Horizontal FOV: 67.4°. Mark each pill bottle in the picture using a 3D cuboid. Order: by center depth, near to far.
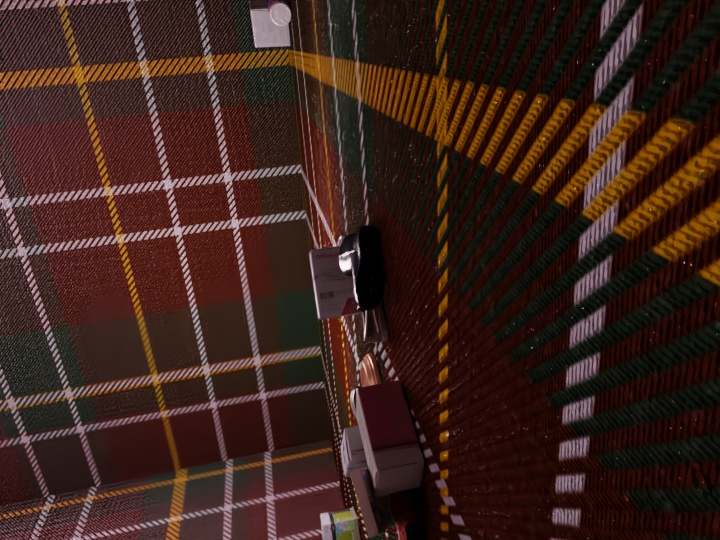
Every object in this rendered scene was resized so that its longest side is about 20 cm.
[{"bbox_3d":[-0.409,-1.313,2.718,0.202,0.110,0.114,-109,14,-50],"label":"pill bottle"}]

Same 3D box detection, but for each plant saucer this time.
[{"bbox_3d":[0.032,0.348,1.594,0.200,0.037,0.205,172,90,-82],"label":"plant saucer"}]

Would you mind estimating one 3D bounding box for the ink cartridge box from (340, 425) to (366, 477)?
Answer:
[{"bbox_3d":[0.027,0.456,1.379,0.201,0.143,0.085,100,161,-59],"label":"ink cartridge box"}]

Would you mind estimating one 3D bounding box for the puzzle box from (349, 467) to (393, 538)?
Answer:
[{"bbox_3d":[0.032,0.513,1.219,0.200,0.025,0.135,49,-160,-69],"label":"puzzle box"}]

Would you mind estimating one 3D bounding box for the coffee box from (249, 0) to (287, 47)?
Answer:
[{"bbox_3d":[-0.499,-1.365,2.963,0.200,0.195,0.203,-107,13,-46],"label":"coffee box"}]

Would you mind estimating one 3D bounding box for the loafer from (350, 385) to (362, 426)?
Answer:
[{"bbox_3d":[0.022,0.451,1.678,0.070,0.074,0.203,118,140,-55],"label":"loafer"}]

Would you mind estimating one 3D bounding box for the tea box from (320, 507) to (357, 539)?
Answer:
[{"bbox_3d":[-0.107,1.359,2.842,0.200,0.192,0.137,131,131,-79],"label":"tea box"}]

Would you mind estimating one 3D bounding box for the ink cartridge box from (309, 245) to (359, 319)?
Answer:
[{"bbox_3d":[-0.071,0.036,1.636,0.083,0.143,0.205,123,139,-79],"label":"ink cartridge box"}]

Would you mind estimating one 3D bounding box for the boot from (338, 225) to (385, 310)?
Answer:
[{"bbox_3d":[0.000,0.000,1.322,0.168,0.075,0.205,153,116,-72],"label":"boot"}]

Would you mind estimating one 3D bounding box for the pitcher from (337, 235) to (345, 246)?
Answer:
[{"bbox_3d":[-0.076,-0.004,1.785,0.202,0.118,0.174,-92,15,-56],"label":"pitcher"}]

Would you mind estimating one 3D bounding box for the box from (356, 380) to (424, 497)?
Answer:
[{"bbox_3d":[0.061,0.370,1.201,0.130,0.106,0.202,90,167,-46],"label":"box"}]

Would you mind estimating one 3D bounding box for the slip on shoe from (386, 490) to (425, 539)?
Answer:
[{"bbox_3d":[0.110,0.565,1.224,0.061,0.073,0.203,-51,40,44],"label":"slip on shoe"}]

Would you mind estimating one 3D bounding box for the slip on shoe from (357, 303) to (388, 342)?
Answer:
[{"bbox_3d":[0.021,0.084,1.359,0.076,0.059,0.204,105,156,-68],"label":"slip on shoe"}]
